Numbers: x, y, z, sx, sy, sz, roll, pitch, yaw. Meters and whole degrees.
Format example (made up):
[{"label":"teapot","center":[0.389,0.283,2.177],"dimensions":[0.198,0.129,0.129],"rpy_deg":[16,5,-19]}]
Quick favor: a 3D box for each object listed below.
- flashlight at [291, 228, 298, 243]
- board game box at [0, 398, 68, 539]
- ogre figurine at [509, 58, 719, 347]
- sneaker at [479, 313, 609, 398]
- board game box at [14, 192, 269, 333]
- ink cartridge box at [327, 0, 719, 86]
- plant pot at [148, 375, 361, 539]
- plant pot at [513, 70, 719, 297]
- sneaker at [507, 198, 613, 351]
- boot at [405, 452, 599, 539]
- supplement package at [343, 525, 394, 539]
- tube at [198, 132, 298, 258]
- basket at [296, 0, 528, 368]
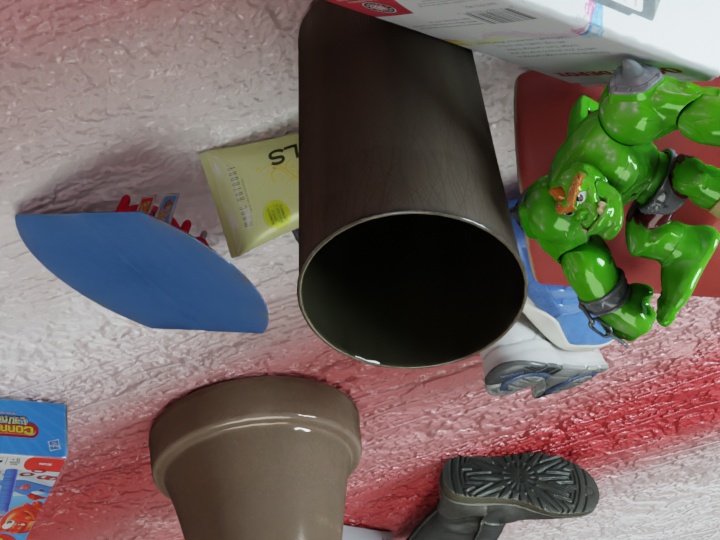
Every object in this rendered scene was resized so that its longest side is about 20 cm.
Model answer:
[{"label":"flashlight","center":[0.000,0.000,1.175],"dimensions":[0.067,0.069,0.201],"rpy_deg":[-14,147,10]},{"label":"board game box","center":[-0.379,0.182,1.363],"dimensions":[0.197,0.056,0.196],"rpy_deg":[7,143,-23]},{"label":"ogre figurine","center":[0.166,-0.044,0.897],"dimensions":[0.119,0.099,0.200],"rpy_deg":[31,155,-4]},{"label":"sneaker","center":[0.153,0.058,1.299],"dimensions":[0.074,0.088,0.199],"rpy_deg":[-25,162,20]},{"label":"board game box","center":[-0.151,-0.012,1.121],"dimensions":[0.198,0.039,0.158],"rpy_deg":[1,148,39]},{"label":"ink cartridge box","center":[0.095,-0.172,0.871],"dimensions":[0.198,0.084,0.145],"rpy_deg":[13,178,-31]},{"label":"plant pot","center":[-0.086,0.219,1.385],"dimensions":[0.197,0.177,0.201],"rpy_deg":[-7,147,-5]},{"label":"plant pot","center":[0.197,-0.070,1.025],"dimensions":[0.175,0.203,0.201],"rpy_deg":[-6,148,12]},{"label":"sneaker","center":[0.179,-0.003,1.206],"dimensions":[0.110,0.078,0.199],"rpy_deg":[-20,140,33]},{"label":"boot","center":[0.141,0.268,1.609],"dimensions":[0.179,0.073,0.201],"rpy_deg":[9,138,-2]},{"label":"supplement package","center":[-0.062,0.399,1.643],"dimensions":[0.146,0.193,0.200],"rpy_deg":[15,139,-33]},{"label":"tube","center":[-0.011,-0.073,1.070],"dimensions":[0.197,0.059,0.052],"rpy_deg":[-17,142,10]},{"label":"basket","center":[0.022,-0.070,0.950],"dimensions":[0.134,0.202,0.181],"rpy_deg":[-12,149,9]}]
